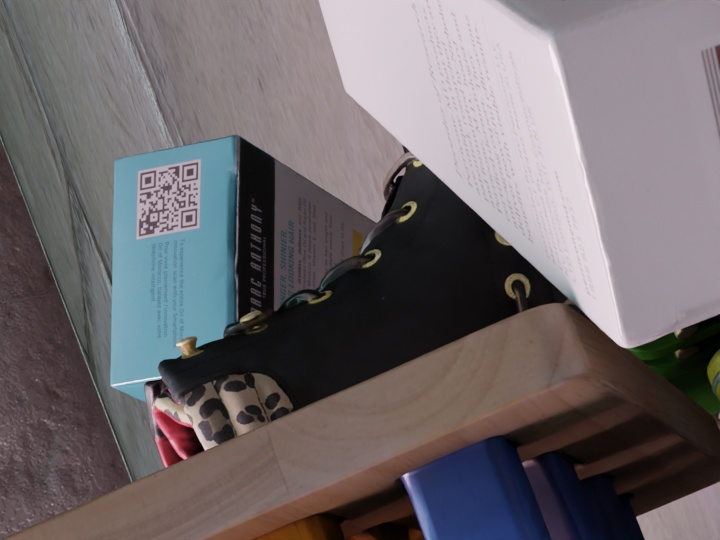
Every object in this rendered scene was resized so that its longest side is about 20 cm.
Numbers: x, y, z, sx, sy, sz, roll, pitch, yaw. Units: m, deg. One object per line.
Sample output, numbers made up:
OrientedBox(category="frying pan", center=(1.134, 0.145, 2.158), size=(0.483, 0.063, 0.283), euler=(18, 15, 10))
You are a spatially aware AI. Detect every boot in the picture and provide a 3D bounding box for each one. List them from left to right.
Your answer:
OrientedBox(category="boot", center=(0.000, 0.000, 0.909), size=(0.074, 0.153, 0.204), euler=(103, 146, -61))

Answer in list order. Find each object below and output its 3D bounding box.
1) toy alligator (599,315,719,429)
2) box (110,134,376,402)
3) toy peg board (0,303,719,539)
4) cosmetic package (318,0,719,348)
OrientedBox(category="toy alligator", center=(0.086, 0.013, 0.774), size=(0.200, 0.054, 0.059), euler=(92, 157, -63))
OrientedBox(category="box", center=(-0.016, 0.024, 1.028), size=(0.200, 0.049, 0.083), euler=(31, -126, -58))
OrientedBox(category="toy peg board", center=(-0.006, 0.104, 0.687), size=(0.098, 0.199, 0.200), euler=(69, -168, 15))
OrientedBox(category="cosmetic package", center=(0.060, -0.061, 0.653), size=(0.200, 0.101, 0.071), euler=(-130, 23, -65))
